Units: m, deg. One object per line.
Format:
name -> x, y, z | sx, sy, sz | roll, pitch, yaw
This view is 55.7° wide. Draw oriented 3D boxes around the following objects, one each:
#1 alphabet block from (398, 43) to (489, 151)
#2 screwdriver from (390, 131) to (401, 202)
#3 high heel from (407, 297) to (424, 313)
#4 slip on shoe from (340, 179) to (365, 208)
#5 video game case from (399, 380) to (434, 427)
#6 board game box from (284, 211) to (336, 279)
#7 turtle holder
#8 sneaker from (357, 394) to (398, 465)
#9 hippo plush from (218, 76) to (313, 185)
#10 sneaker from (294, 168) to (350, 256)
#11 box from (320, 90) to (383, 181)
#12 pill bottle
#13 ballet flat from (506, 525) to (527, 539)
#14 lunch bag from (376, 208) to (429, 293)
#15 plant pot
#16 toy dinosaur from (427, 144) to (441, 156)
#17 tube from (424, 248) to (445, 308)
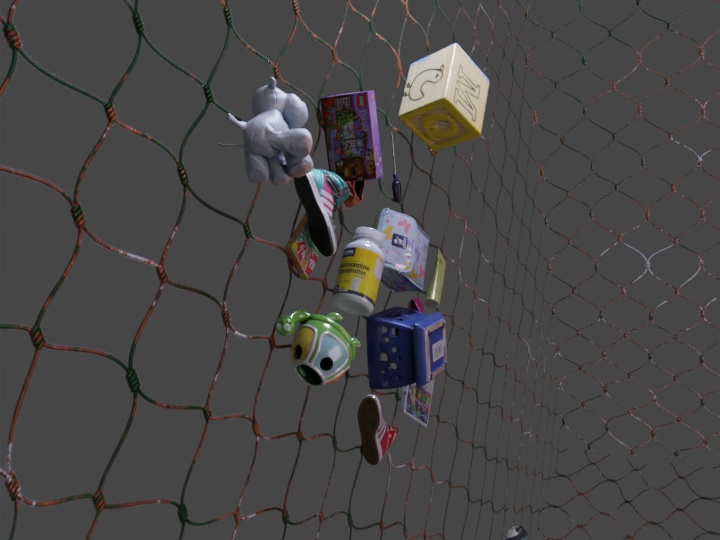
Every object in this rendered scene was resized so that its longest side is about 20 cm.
alphabet block -> 0.254, -0.514, 2.050 | 0.195, 0.192, 0.205 | 32, 60, -36
screwdriver -> 0.095, -0.298, 1.974 | 0.028, 0.028, 0.206 | -29, 112, -57
high heel -> 0.180, 0.185, 2.074 | 0.096, 0.065, 0.206 | 25, 61, -69
slip on shoe -> -0.009, -0.256, 1.740 | 0.074, 0.060, 0.206 | 34, 59, -54
video game case -> 0.181, 0.377, 2.141 | 0.200, 0.022, 0.187 | 44, 53, -55
board game box -> -0.110, -0.086, 1.592 | 0.097, 0.029, 0.203 | 65, 35, -38
turtle holder -> -0.094, 0.168, 1.507 | 0.133, 0.138, 0.189 | -59, 140, -41
sneaker -> 0.050, 0.410, 1.847 | 0.112, 0.070, 0.206 | -31, 125, -53
hippo plush -> -0.184, -0.281, 1.377 | 0.195, 0.160, 0.164 | 14, 52, -19
sneaker -> -0.070, -0.142, 1.561 | 0.119, 0.083, 0.205 | -19, 92, -40
box -> -0.021, -0.319, 1.638 | 0.039, 0.134, 0.206 | -28, 114, -57
pill bottle -> 0.000, 0.000, 1.707 | 0.112, 0.109, 0.205 | 46, 51, -51
ballet flat -> 0.693, 1.192, 3.066 | 0.198, 0.071, 0.075 | 5, 86, -55
lunch bag -> 0.105, -0.052, 1.892 | 0.199, 0.124, 0.174 | 39, 55, -47
plant pot -> 0.136, 0.215, 1.894 | 0.199, 0.175, 0.206 | -15, 102, -60
toy dinosaur -> 0.220, -0.424, 2.186 | 0.108, 0.060, 0.200 | 58, 34, -4
tube -> 0.252, 0.028, 2.244 | 0.058, 0.051, 0.204 | 120, -10, -53
